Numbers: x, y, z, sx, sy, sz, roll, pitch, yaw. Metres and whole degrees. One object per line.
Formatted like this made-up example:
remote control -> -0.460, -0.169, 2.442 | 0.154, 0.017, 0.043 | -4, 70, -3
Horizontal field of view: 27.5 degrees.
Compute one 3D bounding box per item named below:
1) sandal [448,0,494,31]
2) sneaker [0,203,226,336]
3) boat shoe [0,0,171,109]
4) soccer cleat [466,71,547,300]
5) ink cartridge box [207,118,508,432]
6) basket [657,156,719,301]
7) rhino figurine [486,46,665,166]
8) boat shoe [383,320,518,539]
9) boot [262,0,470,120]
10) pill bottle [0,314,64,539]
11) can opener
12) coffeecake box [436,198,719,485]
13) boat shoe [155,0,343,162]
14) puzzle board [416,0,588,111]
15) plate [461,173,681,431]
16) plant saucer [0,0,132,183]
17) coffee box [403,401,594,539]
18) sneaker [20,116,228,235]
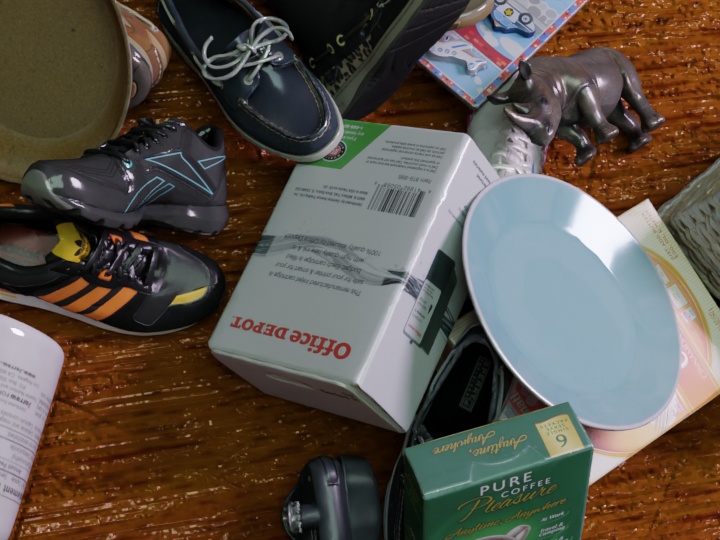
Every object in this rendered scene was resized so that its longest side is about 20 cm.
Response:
sandal -> 0.022, -0.261, 1.153 | 0.080, 0.054, 0.200 | -38, 73, -17
sneaker -> -0.192, -0.003, 1.052 | 0.197, 0.090, 0.071 | 11, 73, -8
boat shoe -> -0.231, -0.190, 1.110 | 0.199, 0.076, 0.074 | 32, 39, 7
soccer cleat -> 0.113, -0.075, 1.136 | 0.069, 0.086, 0.203 | 15, 73, -7
ink cartridge box -> 0.000, 0.000, 1.059 | 0.145, 0.083, 0.202 | 12, 68, 38
basket -> 0.360, -0.024, 1.137 | 0.199, 0.161, 0.199 | -38, 86, -16
rhino figurine -> 0.162, -0.129, 1.135 | 0.199, 0.060, 0.088 | -15, 70, -50
boat shoe -> 0.060, 0.133, 1.038 | 0.071, 0.068, 0.202 | 26, 105, 13
boot -> -0.005, -0.220, 1.098 | 0.073, 0.204, 0.155 | -26, 76, -40
pill bottle -> -0.280, 0.132, 0.986 | 0.113, 0.114, 0.203 | 17, 73, -7
can opener -> -0.016, 0.231, 1.042 | 0.077, 0.063, 0.203 | 0, 75, -12
coffeecake box -> 0.172, 0.066, 1.119 | 0.199, 0.073, 0.155 | -31, 85, -17
boat shoe -> -0.087, -0.161, 1.098 | 0.074, 0.062, 0.201 | -35, 64, -8
puzzle board -> 0.068, -0.239, 1.184 | 0.200, 0.017, 0.151 | 41, 72, 14
plate -> 0.146, 0.024, 1.042 | 0.198, 0.026, 0.202 | 20, 51, -27
plant saucer -> -0.244, -0.163, 1.058 | 0.200, 0.201, 0.035 | 40, 31, 1
coffee box -> 0.091, 0.179, 1.006 | 0.121, 0.201, 0.044 | -15, 48, -10
sneaker -> -0.161, -0.072, 1.033 | 0.075, 0.199, 0.080 | 17, 99, 28
